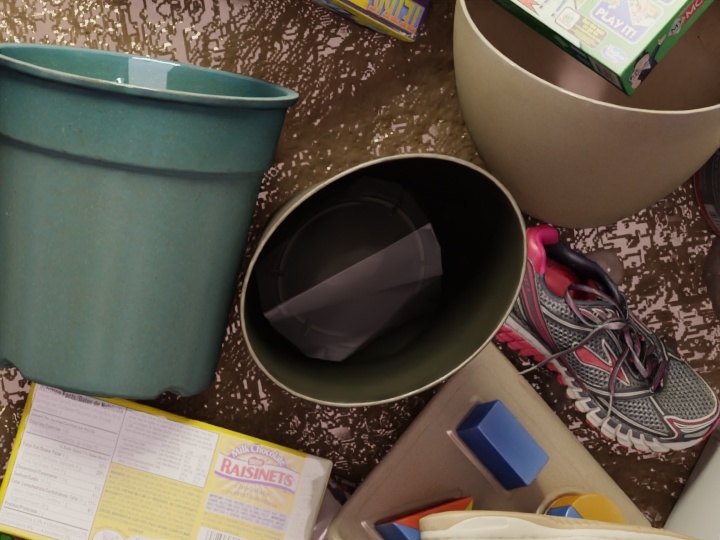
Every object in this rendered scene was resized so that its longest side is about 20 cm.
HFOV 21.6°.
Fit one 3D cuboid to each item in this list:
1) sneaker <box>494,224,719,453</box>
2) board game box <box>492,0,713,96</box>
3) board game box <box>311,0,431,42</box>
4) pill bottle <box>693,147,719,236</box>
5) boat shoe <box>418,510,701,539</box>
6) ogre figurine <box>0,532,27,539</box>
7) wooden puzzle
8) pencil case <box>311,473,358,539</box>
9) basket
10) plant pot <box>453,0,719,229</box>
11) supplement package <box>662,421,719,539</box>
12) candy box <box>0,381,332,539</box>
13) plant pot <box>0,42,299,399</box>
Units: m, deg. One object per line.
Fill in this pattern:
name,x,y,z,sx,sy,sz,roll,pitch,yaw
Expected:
sneaker,0.163,0.049,1.258,0.200,0.075,0.081,35,49,-13
board game box,0.133,-0.213,1.161,0.200,0.029,0.135,39,86,29
board game box,-0.009,-0.255,1.197,0.057,0.200,0.166,23,92,37
pill bottle,0.294,-0.062,1.218,0.115,0.200,0.117,0,93,-5
boat shoe,0.128,0.187,1.174,0.199,0.072,0.065,8,80,-23
ogre figurine,-0.176,0.241,1.245,0.199,0.098,0.121,12,99,-49
wooden puzzle,0.096,0.168,1.221,0.185,0.046,0.200,48,56,-11
pencil case,-0.100,0.153,1.259,0.199,0.078,0.090,21,64,-6
basket,0.000,0.000,1.196,0.180,0.200,0.137,-29,97,-6
plant pot,0.146,-0.108,1.228,0.199,0.201,0.135,10,129,-5
supplement package,0.287,0.168,1.271,0.117,0.117,0.201,27,91,-7
candy box,-0.126,0.142,1.204,0.199,0.026,0.103,17,81,-6
plant pot,-0.152,-0.031,1.199,0.199,0.200,0.197,9,100,-5
